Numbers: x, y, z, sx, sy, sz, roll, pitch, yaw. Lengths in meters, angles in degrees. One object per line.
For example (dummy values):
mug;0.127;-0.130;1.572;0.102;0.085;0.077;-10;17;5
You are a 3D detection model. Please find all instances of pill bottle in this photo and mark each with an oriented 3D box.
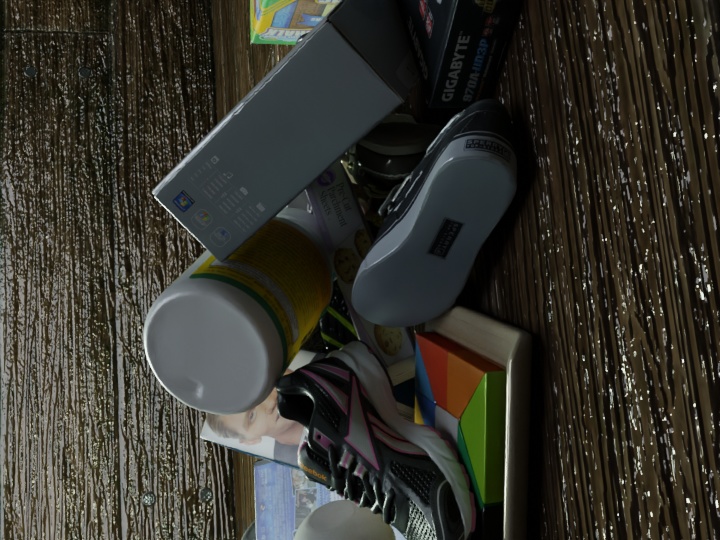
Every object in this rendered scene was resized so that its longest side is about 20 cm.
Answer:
pill bottle;-0.087;0.022;0.820;0.200;0.111;0.114;-57;-25;-61

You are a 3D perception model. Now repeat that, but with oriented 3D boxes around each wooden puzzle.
wooden puzzle;0.071;0.121;0.696;0.200;0.037;0.188;-149;58;-75

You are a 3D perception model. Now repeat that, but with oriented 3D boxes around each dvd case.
dvd case;-0.017;0.219;0.870;0.199;0.017;0.144;-22;62;35

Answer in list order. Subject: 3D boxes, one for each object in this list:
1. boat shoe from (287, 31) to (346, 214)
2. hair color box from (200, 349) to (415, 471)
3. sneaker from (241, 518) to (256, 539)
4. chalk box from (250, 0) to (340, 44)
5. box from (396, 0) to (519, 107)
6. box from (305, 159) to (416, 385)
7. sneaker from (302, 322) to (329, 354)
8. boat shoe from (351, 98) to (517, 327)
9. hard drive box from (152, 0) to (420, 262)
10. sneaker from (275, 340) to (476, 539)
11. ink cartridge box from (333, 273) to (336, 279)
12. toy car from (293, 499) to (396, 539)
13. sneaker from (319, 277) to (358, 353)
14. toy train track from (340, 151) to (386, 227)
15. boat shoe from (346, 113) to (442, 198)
boat shoe;-0.050;-0.125;0.915;0.072;0.064;0.202;36;122;41
hair color box;-0.045;0.125;0.870;0.198;0.060;0.101;5;74;42
sneaker;-0.046;0.282;1.015;0.199;0.070;0.100;-20;-78;-58
chalk box;-0.046;-0.297;0.974;0.200;0.122;0.126;152;116;-76
box;0.062;-0.238;0.673;0.160;0.045;0.202;104;160;-50
box;0.000;0.000;0.819;0.039;0.041;0.202;58;-169;-60
sneaker;-0.045;0.116;1.010;0.075;0.070;0.202;8;126;40
boat shoe;0.048;-0.036;0.683;0.200;0.073;0.069;113;170;-49
hard drive box;-0.046;-0.121;0.753;0.200;0.077;0.156;-39;14;31
sneaker;0.002;0.137;0.698;0.200;0.085;0.081;47;141;46
ink cartridge box;-0.070;0.053;1.052;0.068;0.114;0.202;-56;-29;-45
toy car;-0.009;0.283;0.716;0.200;0.149;0.177;25;136;65
sneaker;0.006;0.093;0.954;0.076;0.075;0.202;-47;-39;-62
toy train track;0.003;-0.028;0.966;0.115;0.032;0.201;-51;-28;-39
boat shoe;0.025;-0.092;0.809;0.202;0.071;0.061;-117;25;-75
